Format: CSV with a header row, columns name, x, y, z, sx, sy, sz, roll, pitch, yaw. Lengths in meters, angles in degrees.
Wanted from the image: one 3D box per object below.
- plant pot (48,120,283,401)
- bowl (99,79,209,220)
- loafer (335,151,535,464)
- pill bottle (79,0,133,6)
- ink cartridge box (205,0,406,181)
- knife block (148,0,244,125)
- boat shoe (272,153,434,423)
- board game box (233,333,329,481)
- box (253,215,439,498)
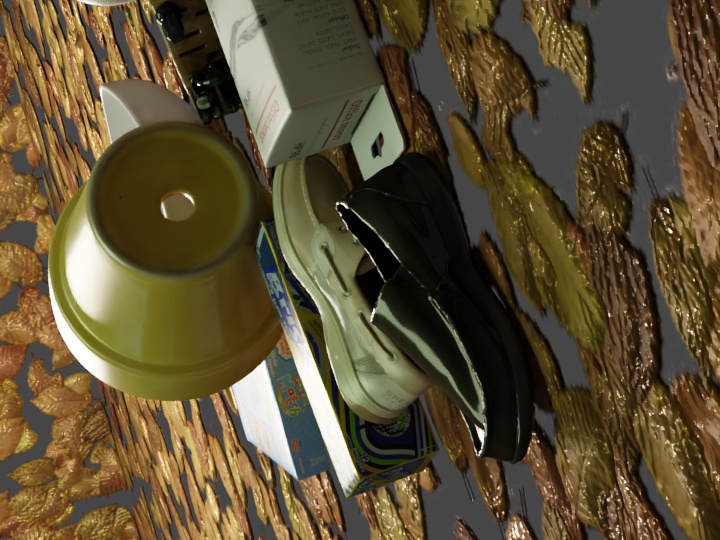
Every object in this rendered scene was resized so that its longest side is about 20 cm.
name,x,y,z,sx,sy,sz,roll,pitch,yaw
plant pot,-0.146,-0.019,1.473,0.189,0.200,0.202,106,143,-69
bowl,-0.175,-0.079,1.778,0.200,0.074,0.201,-133,29,-61
loafer,0.040,0.028,1.105,0.073,0.071,0.201,100,149,-62
pill bottle,-0.215,-0.325,1.558,0.200,0.112,0.113,92,155,-55
ink cartridge box,-0.044,-0.146,1.221,0.116,0.066,0.201,125,126,-71
knife block,-0.120,-0.194,1.386,0.176,0.064,0.201,74,173,-67
boat shoe,0.000,0.000,1.257,0.065,0.072,0.201,-38,59,36
board game box,-0.088,0.099,1.739,0.200,0.036,0.152,-162,56,-72
box,-0.012,0.054,1.349,0.070,0.064,0.201,114,136,-70
